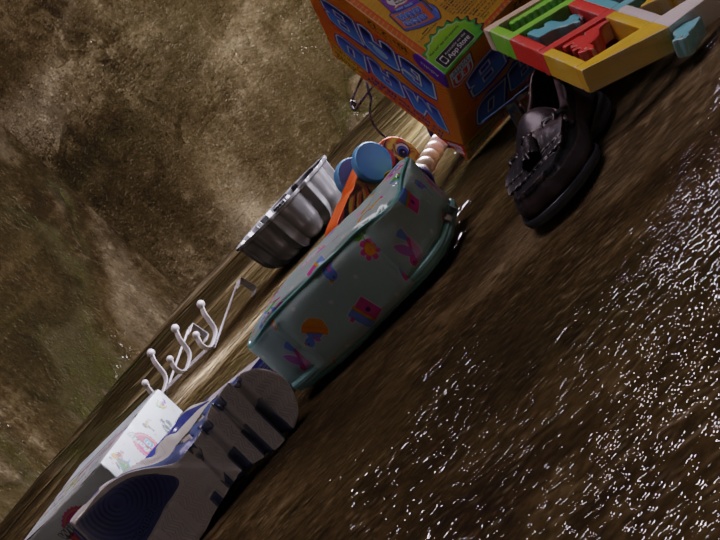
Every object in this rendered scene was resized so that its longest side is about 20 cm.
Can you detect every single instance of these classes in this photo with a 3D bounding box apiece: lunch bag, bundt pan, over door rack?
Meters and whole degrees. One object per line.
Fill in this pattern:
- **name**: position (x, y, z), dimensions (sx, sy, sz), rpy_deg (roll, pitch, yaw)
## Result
- **lunch bag**: position (0.000, 0.000, 1.275), dimensions (0.200, 0.077, 0.160), rpy_deg (-44, 6, 19)
- **bundt pan**: position (-0.097, -0.080, 2.318), dimensions (0.202, 0.076, 0.202), rpy_deg (-46, 8, 8)
- **over door rack**: position (-0.257, 0.095, 2.339), dimensions (0.148, 0.067, 0.200), rpy_deg (-42, 9, 31)

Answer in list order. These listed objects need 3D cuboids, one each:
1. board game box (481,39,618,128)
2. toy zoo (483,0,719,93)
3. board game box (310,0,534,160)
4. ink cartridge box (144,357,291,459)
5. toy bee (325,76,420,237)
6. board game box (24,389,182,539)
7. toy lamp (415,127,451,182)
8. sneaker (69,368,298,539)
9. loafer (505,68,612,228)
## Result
- **board game box**: position (0.190, -0.168, 1.237), dimensions (0.158, 0.039, 0.200), rpy_deg (-38, 2, -23)
- **toy zoo**: position (0.186, -0.183, 1.102), dimensions (0.131, 0.021, 0.200), rpy_deg (-31, 25, -7)
- **board game box**: position (0.090, -0.277, 1.519), dimensions (0.200, 0.200, 0.200), rpy_deg (-47, -21, -7)
- **ink cartridge box**: position (-0.142, 0.153, 1.392), dimensions (0.200, 0.044, 0.094), rpy_deg (-39, 8, 49)
- **toy bee**: position (0.032, -0.111, 1.705), dimensions (0.201, 0.108, 0.131), rpy_deg (-72, 18, -3)
- **board game box**: position (-0.280, 0.235, 1.692), dimensions (0.148, 0.064, 0.200), rpy_deg (-45, 6, 21)
- **toy lamp**: position (0.082, -0.134, 1.631), dimensions (0.058, 0.058, 0.200), rpy_deg (-42, 8, 35)
- **sneaker**: position (-0.138, 0.163, 1.221), dimensions (0.199, 0.081, 0.115), rpy_deg (-41, 2, -16)
- **loafer**: position (0.130, -0.093, 1.068), dimensions (0.072, 0.063, 0.200), rpy_deg (-42, 8, 29)
